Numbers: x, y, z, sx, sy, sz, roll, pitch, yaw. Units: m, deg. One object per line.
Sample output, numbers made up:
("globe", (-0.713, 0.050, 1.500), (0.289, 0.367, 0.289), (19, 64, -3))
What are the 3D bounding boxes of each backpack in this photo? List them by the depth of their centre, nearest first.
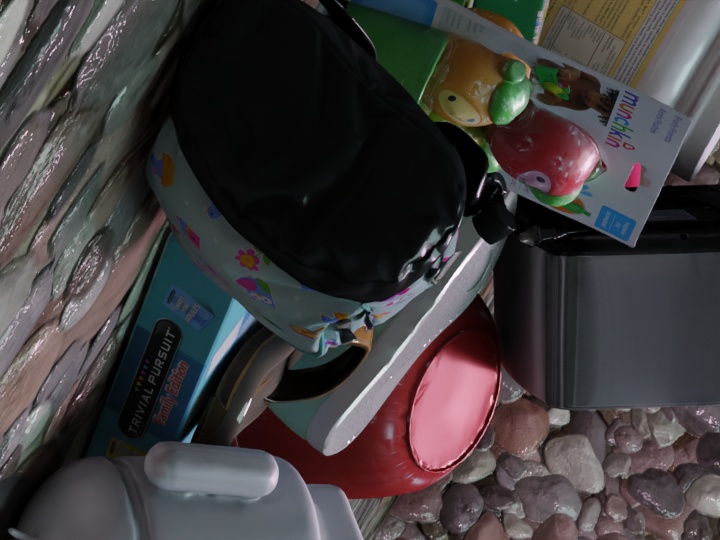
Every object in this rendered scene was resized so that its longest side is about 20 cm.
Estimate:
("backpack", (-0.024, -0.040, 1.242), (0.126, 0.167, 0.200), (-38, 173, -6))

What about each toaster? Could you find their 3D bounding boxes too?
("toaster", (0.175, 0.011, 1.708), (0.181, 0.199, 0.120), (-136, -135, -75))

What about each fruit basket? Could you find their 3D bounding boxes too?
("fruit basket", (0.073, -0.082, 1.469), (0.094, 0.199, 0.185), (-57, 173, -20))

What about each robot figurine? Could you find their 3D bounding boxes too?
("robot figurine", (-0.097, 0.154, 1.401), (0.113, 0.199, 0.170), (-117, -144, -47))

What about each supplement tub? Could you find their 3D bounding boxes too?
("supplement tub", (0.161, -0.161, 1.746), (0.146, 0.199, 0.145), (-57, 172, -12))

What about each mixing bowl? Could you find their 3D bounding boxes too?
("mixing bowl", (0.020, 0.066, 1.705), (0.200, 0.108, 0.201), (-30, 130, -43))

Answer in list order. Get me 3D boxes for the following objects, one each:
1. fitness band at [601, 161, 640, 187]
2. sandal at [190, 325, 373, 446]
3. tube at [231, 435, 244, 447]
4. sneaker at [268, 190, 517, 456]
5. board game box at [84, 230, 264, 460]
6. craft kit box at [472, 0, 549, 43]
("fitness band", (0.116, -0.084, 1.864), (0.143, 0.201, 0.037), (-39, 141, 17))
("sandal", (-0.026, 0.042, 1.486), (0.200, 0.054, 0.082), (-50, 168, -48))
("tube", (-0.116, 0.136, 1.690), (0.200, 0.050, 0.078), (-49, 166, -31))
("sneaker", (0.000, 0.000, 1.607), (0.201, 0.118, 0.074), (-48, 161, -13))
("board game box", (-0.079, 0.023, 1.460), (0.151, 0.047, 0.201), (-50, 169, -49))
("craft kit box", (0.107, -0.228, 1.539), (0.200, 0.048, 0.199), (92, 11, -76))
